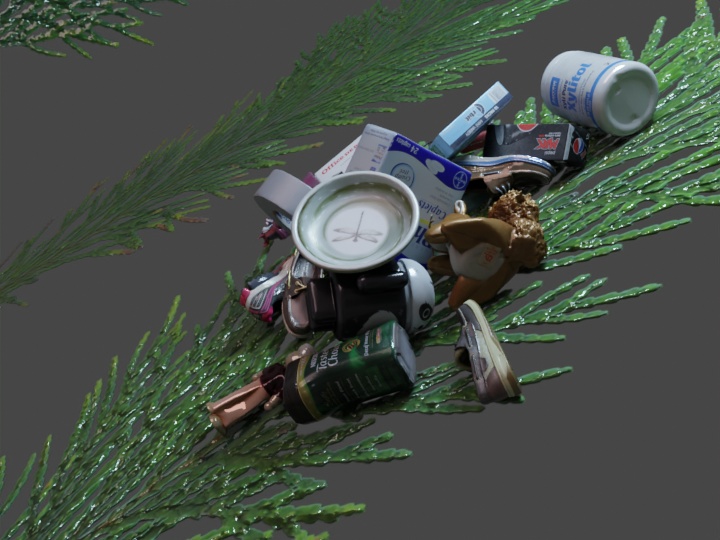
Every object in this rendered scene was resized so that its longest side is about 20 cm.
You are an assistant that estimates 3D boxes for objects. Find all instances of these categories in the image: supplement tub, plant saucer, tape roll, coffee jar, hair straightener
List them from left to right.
[{"bbox_3d":[-0.110,-0.107,1.671,0.066,0.200,0.200,-54,32,-9],"label":"tape roll"},{"bbox_3d":[-0.020,0.155,1.284,0.199,0.085,0.104,-23,28,15],"label":"coffee jar"},{"bbox_3d":[-0.006,-0.066,1.328,0.199,0.050,0.201,-6,53,7],"label":"plant saucer"},{"bbox_3d":[0.172,-0.155,1.668,0.200,0.027,0.200,-23,28,13],"label":"plant saucer"},{"bbox_3d":[0.199,-0.265,1.819,0.200,0.041,0.077,-22,28,27],"label":"hair straightener"},{"bbox_3d":[0.435,-0.327,1.576,0.132,0.132,0.200,-34,27,-7],"label":"supplement tub"}]

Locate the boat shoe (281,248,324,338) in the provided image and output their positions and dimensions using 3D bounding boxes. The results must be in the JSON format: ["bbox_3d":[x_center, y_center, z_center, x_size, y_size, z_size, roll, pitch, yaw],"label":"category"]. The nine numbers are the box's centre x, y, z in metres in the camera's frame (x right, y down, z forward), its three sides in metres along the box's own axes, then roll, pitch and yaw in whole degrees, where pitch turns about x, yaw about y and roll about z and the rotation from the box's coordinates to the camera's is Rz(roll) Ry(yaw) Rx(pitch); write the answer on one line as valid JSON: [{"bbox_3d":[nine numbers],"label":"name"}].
[{"bbox_3d":[-0.100,0.026,1.546,0.072,0.060,0.201,8,53,-2],"label":"boat shoe"}]

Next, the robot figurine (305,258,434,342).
[{"bbox_3d":[0.017,0.048,1.341,0.199,0.125,0.150,-5,16,-10],"label":"robot figurine"}]

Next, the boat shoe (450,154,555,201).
[{"bbox_3d":[0.252,-0.162,1.556,0.199,0.072,0.073,4,68,30],"label":"boat shoe"}]

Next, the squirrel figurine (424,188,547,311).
[{"bbox_3d":[0.198,-0.048,1.388,0.199,0.142,0.187,-17,17,-3],"label":"squirrel figurine"}]

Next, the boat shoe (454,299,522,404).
[{"bbox_3d":[0.160,0.111,1.192,0.066,0.072,0.201,-24,32,1],"label":"boat shoe"}]

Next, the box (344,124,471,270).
[{"bbox_3d":[0.061,-0.117,1.468,0.105,0.184,0.201,31,98,55],"label":"box"}]

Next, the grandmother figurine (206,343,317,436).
[{"bbox_3d":[-0.153,0.188,1.393,0.200,0.061,0.121,-35,36,-2],"label":"grandmother figurine"}]

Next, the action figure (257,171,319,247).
[{"bbox_3d":[-0.142,-0.120,1.883,0.149,0.134,0.200,38,81,16],"label":"action figure"}]

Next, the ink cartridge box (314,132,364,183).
[{"bbox_3d":[0.017,-0.162,1.678,0.147,0.083,0.200,-40,43,2],"label":"ink cartridge box"}]

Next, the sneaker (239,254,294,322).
[{"bbox_3d":[-0.131,0.031,1.624,0.200,0.081,0.075,-35,62,-29],"label":"sneaker"}]

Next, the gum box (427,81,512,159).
[{"bbox_3d":[0.184,-0.253,1.639,0.170,0.045,0.200,-43,-2,-20],"label":"gum box"}]

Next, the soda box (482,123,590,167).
[{"bbox_3d":[0.318,-0.229,1.574,0.200,0.063,0.071,10,91,51],"label":"soda box"}]
